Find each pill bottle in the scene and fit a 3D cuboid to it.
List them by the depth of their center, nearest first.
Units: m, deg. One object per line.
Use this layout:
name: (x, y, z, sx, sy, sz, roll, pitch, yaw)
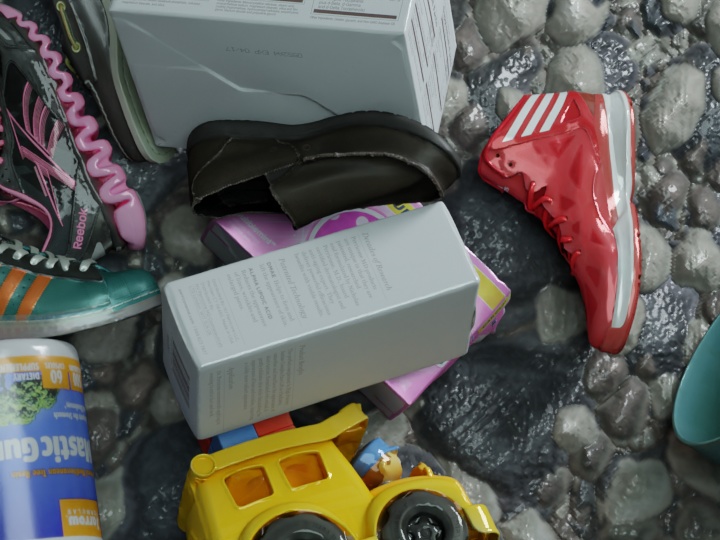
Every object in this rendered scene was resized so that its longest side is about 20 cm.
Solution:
pill bottle: (-0.228, 0.154, 1.625, 0.111, 0.112, 0.202, -7, 79, -14)

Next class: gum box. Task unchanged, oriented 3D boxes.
gum box: (0.000, 0.000, 1.736, 0.200, 0.066, 0.114, 43, 73, 0)

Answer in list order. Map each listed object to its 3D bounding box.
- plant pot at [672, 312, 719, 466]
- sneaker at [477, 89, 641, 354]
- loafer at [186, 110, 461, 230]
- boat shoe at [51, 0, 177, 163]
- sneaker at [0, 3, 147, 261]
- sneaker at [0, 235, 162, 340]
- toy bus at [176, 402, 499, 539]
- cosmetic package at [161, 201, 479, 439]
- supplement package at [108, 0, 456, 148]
plant pot: (0.344, 0.089, 1.734, 0.161, 0.200, 0.201, 39, 72, -13)
sneaker: (0.140, -0.036, 1.783, 0.114, 0.078, 0.202, 2, 64, -4)
loafer: (-0.027, -0.056, 1.646, 0.198, 0.073, 0.072, -1, 58, 25)
boat shoe: (-0.180, -0.170, 1.740, 0.072, 0.060, 0.203, -20, 96, -60)
sneaker: (-0.227, -0.088, 1.709, 0.095, 0.079, 0.201, -28, 83, -6)
sneaker: (-0.233, 0.007, 1.654, 0.198, 0.071, 0.081, -6, 91, 4)
toy bus: (-0.030, 0.156, 1.673, 0.198, 0.136, 0.193, -15, 65, -17)
cosmetic package: (-0.027, 0.033, 1.630, 0.199, 0.102, 0.074, -18, 62, -15)
supplement package: (-0.047, -0.162, 1.661, 0.198, 0.156, 0.112, 6, 59, 13)
